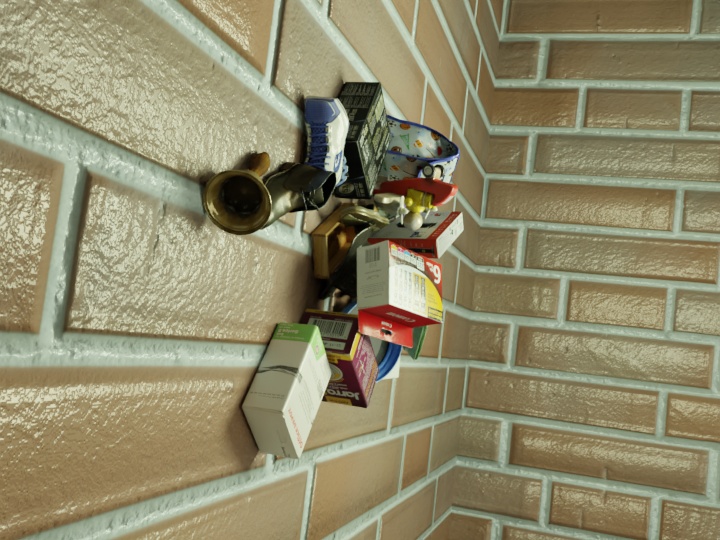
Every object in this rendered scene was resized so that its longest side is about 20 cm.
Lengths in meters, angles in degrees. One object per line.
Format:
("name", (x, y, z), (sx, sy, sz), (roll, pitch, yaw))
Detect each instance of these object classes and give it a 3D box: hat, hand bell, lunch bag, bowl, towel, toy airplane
("hat", (0.000, 0.000, 1.641), (0.201, 0.081, 0.201), (-54, 173, -10))
("hand bell", (-0.172, -0.148, 1.218), (0.200, 0.103, 0.105), (-79, 166, -60))
("lunch bag", (0.131, -0.263, 1.858), (0.170, 0.198, 0.125), (102, 3, -66))
("bowl", (0.013, 0.161, 1.776), (0.200, 0.039, 0.202), (-6, 99, -38))
("towel", (0.109, 0.104, 1.892), (0.023, 0.200, 0.154), (3, 114, -30))
("toy airplane", (0.100, -0.160, 1.753), (0.199, 0.198, 0.142), (-176, -102, -72))

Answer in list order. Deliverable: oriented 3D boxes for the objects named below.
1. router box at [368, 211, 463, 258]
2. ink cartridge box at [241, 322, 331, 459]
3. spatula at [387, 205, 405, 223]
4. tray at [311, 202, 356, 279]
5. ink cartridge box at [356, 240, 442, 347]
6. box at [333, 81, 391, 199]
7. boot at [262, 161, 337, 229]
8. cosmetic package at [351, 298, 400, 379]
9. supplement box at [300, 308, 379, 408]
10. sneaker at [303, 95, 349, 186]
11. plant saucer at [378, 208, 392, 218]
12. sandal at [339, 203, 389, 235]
("router box", (0.130, -0.086, 1.824), (0.200, 0.178, 0.049), (-44, 131, -57))
("ink cartridge box", (-0.131, 0.219, 1.413), (0.201, 0.083, 0.146), (-68, 156, -43))
("spatula", (0.087, -0.136, 1.851), (0.200, 0.021, 0.057), (-36, 164, -40))
("tray", (-0.053, -0.068, 1.662), (0.200, 0.037, 0.099), (-50, 142, -60))
("ink cartridge box", (0.083, 0.054, 1.576), (0.199, 0.083, 0.177), (20, 64, -49))
("box", (-0.007, -0.281, 1.663), (0.164, 0.085, 0.201), (75, 26, -48))
("boot", (-0.113, -0.134, 1.350), (0.200, 0.096, 0.075), (-63, 152, -50))
("cosmetic package", (0.037, 0.160, 1.871), (0.112, 0.081, 0.202), (-2, 98, -41))
("supplement box", (-0.049, 0.183, 1.591), (0.201, 0.130, 0.104), (73, 28, -47))
("sneaker", (-0.072, -0.226, 1.483), (0.115, 0.080, 0.201), (-66, 156, -51))
("plant saucer", (0.029, -0.070, 1.876), (0.200, 0.050, 0.202), (2, 90, -65))
("sandal", (0.007, -0.121, 1.682), (0.200, 0.080, 0.054), (24, 51, -67))
